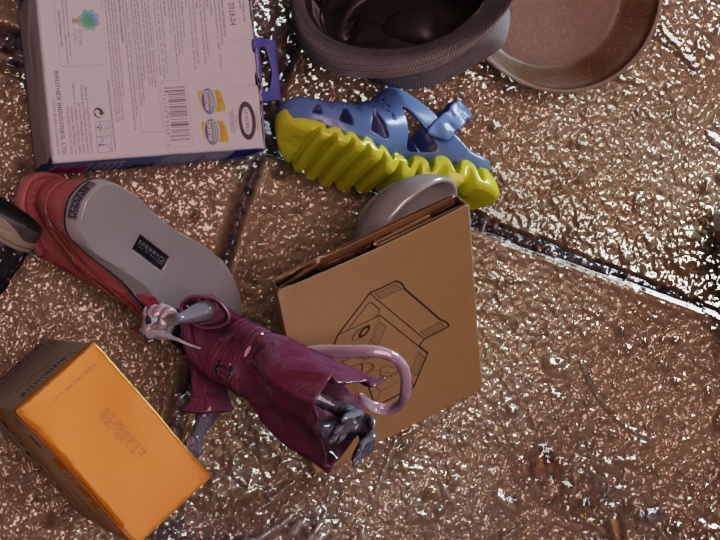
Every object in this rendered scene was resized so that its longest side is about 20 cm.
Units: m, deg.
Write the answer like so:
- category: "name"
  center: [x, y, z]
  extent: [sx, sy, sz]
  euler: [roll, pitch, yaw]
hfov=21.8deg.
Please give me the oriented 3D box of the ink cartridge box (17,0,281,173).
- category: "ink cartridge box"
  center: [-0.151, -0.149, 1.427]
  extent: [0.199, 0.076, 0.137]
  euler: [-6, 90, -19]

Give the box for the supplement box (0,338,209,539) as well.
- category: "supplement box"
  center: [-0.194, 0.118, 1.330]
  extent: [0.074, 0.200, 0.126]
  euler: [-43, 101, -15]

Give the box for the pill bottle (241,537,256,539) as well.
- category: "pill bottle"
  center: [-0.038, 0.301, 1.420]
  extent: [0.200, 0.120, 0.120]
  euler: [44, 74, -13]

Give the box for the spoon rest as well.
- category: "spoon rest"
  center: [0.000, 0.000, 1.451]
  extent: [0.200, 0.099, 0.061]
  euler: [-41, 70, 2]

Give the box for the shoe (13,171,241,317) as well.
- category: "shoe"
  center: [-0.175, -0.008, 1.416]
  extent: [0.200, 0.091, 0.072]
  euler: [45, 68, -43]

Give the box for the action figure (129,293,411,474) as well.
- category: "action figure"
  center: [-0.077, 0.058, 1.338]
  extent: [0.200, 0.134, 0.149]
  euler: [30, 47, 20]

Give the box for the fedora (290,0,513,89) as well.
- category: "fedora"
  center: [0.047, -0.205, 1.463]
  extent: [0.199, 0.090, 0.177]
  euler: [-6, 59, 20]

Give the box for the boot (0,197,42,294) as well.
- category: "boot"
  center: [-0.348, -0.011, 1.346]
  extent: [0.203, 0.073, 0.154]
  euler: [27, 96, 4]

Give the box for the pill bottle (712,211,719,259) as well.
- category: "pill bottle"
  center: [0.373, 0.037, 1.589]
  extent: [0.111, 0.111, 0.201]
  euler: [-13, 92, -20]

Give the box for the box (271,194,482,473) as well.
- category: "box"
  center: [0.017, 0.052, 1.443]
  extent: [0.163, 0.021, 0.200]
  euler: [-26, 135, -19]

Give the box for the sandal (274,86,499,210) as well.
- category: "sandal"
  center: [0.020, -0.106, 1.485]
  extent: [0.200, 0.079, 0.087]
  euler: [14, 66, -32]

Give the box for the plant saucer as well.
- category: "plant saucer"
  center: [0.158, -0.246, 1.566]
  extent: [0.200, 0.037, 0.201]
  euler: [1, 86, -20]
